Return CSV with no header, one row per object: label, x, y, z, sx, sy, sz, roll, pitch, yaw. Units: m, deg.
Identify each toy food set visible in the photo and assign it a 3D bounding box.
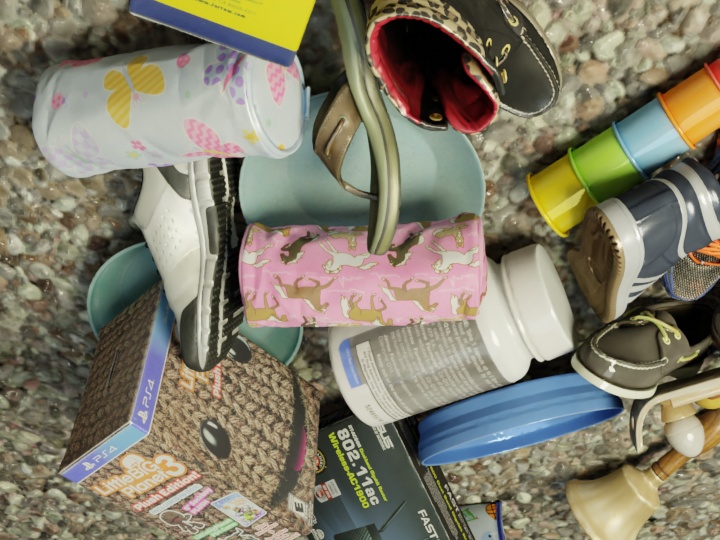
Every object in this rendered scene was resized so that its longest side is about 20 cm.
toy food set,0.335,0.116,0.813,0.197,0.061,0.143,-19,171,13

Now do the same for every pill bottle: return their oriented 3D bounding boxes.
pill bottle,0.081,0.055,0.809,0.198,0.115,0.114,-21,129,20

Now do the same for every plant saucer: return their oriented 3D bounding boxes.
plant saucer,-0.150,0.036,0.850,0.197,0.036,0.202,1,132,1
plant saucer,0.001,-0.069,0.749,0.198,0.039,0.203,0,132,0

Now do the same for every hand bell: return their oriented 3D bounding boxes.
hand bell,0.324,0.208,0.977,0.104,0.105,0.200,33,112,-26

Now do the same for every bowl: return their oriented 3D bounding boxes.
bowl,0.148,0.141,0.875,0.198,0.040,0.201,-13,162,-4

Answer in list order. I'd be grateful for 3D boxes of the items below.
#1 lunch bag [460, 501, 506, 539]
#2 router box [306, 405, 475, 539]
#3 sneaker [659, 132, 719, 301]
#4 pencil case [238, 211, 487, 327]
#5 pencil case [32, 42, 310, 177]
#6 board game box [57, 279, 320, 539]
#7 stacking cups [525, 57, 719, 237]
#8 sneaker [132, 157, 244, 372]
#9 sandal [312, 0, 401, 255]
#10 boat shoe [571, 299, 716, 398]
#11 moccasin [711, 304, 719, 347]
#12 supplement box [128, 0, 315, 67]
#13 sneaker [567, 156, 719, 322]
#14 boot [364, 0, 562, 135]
lunch bag,0.091,0.372,1.039,0.167,0.202,0.125,-5,133,8
router box,0.014,0.238,0.945,0.149,0.062,0.202,-26,92,23
sneaker,0.295,-0.047,0.735,0.074,0.079,0.202,9,132,-6
pencil case,0.000,0.000,0.724,0.197,0.087,0.084,-3,101,5
pencil case,-0.135,-0.113,0.654,0.197,0.084,0.091,-2,165,26
board game box,-0.139,0.138,0.811,0.096,0.161,0.199,-34,124,27
stacking cups,0.225,-0.102,0.707,0.199,0.061,0.060,-33,124,23
sneaker,-0.140,-0.019,0.745,0.079,0.074,0.203,1,97,14
sandal,-0.010,-0.109,0.638,0.056,0.080,0.204,-12,106,0
boat shoe,0.250,0.060,0.795,0.200,0.072,0.061,-6,128,-49
moccasin,0.399,0.020,0.792,0.200,0.074,0.078,-30,136,1
supplement box,-0.057,-0.246,0.542,0.108,0.110,0.201,16,130,-14
sneaker,0.232,-0.022,0.739,0.107,0.071,0.200,-28,162,-1
boot,0.070,-0.141,0.605,0.073,0.152,0.200,-31,125,27
